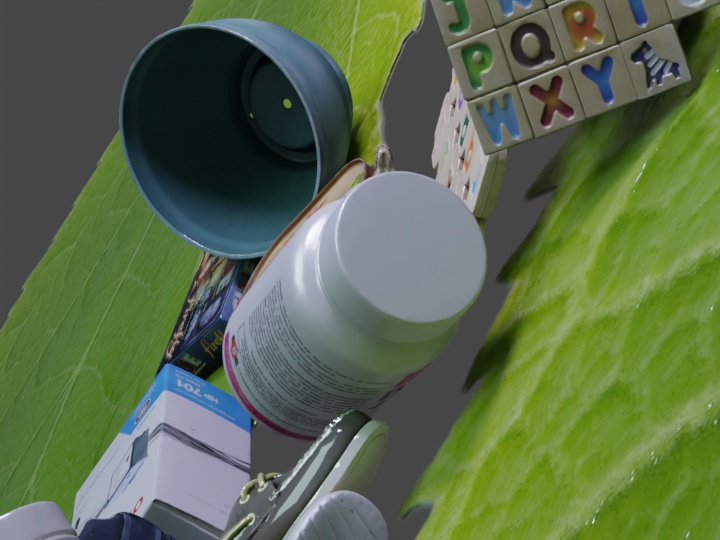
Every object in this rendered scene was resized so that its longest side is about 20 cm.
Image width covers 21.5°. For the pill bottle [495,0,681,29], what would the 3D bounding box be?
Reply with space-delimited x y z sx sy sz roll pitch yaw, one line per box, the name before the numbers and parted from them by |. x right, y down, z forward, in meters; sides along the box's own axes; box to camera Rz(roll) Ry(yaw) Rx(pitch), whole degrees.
pill bottle | 0.133 -0.204 1.174 0.114 0.113 0.201 -52 17 24

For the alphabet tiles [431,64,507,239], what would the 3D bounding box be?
alphabet tiles | 0.069 -0.077 1.222 0.201 0.014 0.197 -94 17 -61

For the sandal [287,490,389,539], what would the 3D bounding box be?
sandal | -0.050 0.221 1.071 0.207 0.079 0.059 -57 13 -22

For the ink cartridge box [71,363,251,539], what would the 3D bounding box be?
ink cartridge box | -0.150 0.185 1.407 0.147 0.085 0.200 -54 15 19

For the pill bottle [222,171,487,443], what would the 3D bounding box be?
pill bottle | -0.005 0.024 1.156 0.200 0.113 0.114 -47 19 60

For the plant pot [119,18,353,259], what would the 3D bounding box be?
plant pot | -0.087 -0.128 1.620 0.200 0.200 0.134 -47 -7 37

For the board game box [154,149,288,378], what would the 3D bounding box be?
board game box | -0.113 -0.001 1.710 0.135 0.034 0.201 -41 25 49

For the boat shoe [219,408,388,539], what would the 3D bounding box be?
boat shoe | -0.055 0.161 1.146 0.203 0.060 0.072 -57 -22 16

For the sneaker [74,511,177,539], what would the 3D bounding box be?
sneaker | -0.164 0.255 1.222 0.077 0.145 0.204 -32 33 55

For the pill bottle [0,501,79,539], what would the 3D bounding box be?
pill bottle | -0.166 0.241 1.122 0.110 0.201 0.111 -30 -19 -12

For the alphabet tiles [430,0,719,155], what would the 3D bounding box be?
alphabet tiles | 0.127 -0.173 1.052 0.199 0.169 0.008 -19 2 29

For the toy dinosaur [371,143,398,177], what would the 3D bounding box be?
toy dinosaur | 0.000 0.000 1.351 0.201 0.047 0.088 -66 7 -15

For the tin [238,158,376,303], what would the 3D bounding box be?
tin | -0.037 -0.007 1.487 0.200 0.042 0.113 -44 26 43
